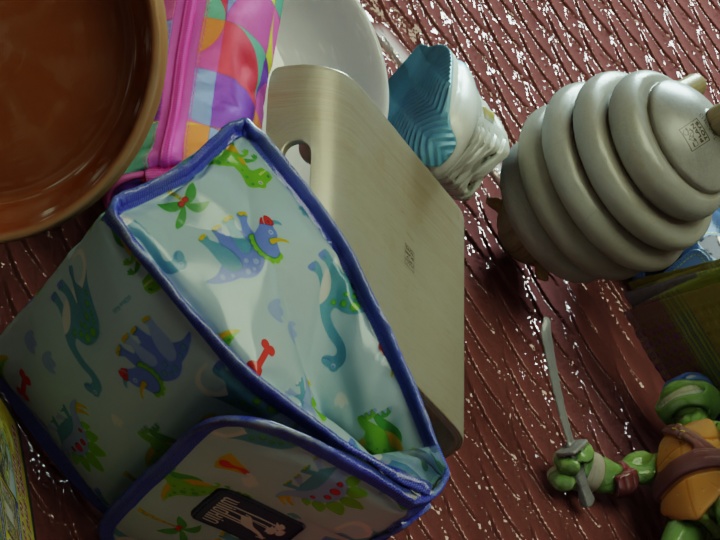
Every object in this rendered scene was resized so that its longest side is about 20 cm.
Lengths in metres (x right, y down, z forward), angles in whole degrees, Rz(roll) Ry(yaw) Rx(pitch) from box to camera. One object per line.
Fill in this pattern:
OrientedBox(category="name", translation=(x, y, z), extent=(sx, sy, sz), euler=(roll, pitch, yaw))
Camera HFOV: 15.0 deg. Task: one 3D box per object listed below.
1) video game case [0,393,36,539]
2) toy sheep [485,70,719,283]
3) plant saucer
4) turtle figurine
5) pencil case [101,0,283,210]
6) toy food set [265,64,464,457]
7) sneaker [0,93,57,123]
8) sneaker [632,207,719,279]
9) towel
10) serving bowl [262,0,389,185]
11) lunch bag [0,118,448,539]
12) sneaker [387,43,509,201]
OrientedBox(category="video game case", translation=(-0.176, 0.104, 1.207), extent=(0.181, 0.025, 0.201), euler=(71, 5, -53))
OrientedBox(category="toy sheep", translation=(0.160, -0.061, 1.653), extent=(0.138, 0.200, 0.138), euler=(30, 41, -31))
OrientedBox(category="plant saucer", translation=(-0.190, -0.113, 1.367), extent=(0.200, 0.200, 0.032), euler=(49, 12, 6))
OrientedBox(category="turtle figurine", translation=(0.181, 0.119, 1.552), extent=(0.143, 0.200, 0.195), euler=(-4, 55, -5))
OrientedBox(category="pencil case", translation=(-0.087, -0.109, 1.457), extent=(0.088, 0.088, 0.201), euler=(23, 53, -28))
OrientedBox(category="toy food set", translation=(0.000, 0.000, 1.485), extent=(0.200, 0.060, 0.144), euler=(47, 38, -50))
OrientedBox(category="sneaker", translation=(-0.221, -0.105, 1.442), extent=(0.199, 0.082, 0.070), euler=(32, 56, 15))
OrientedBox(category="sneaker", translation=(0.225, 0.021, 1.749), extent=(0.200, 0.074, 0.082), euler=(41, 38, -4))
OrientedBox(category="towel", translation=(0.249, 0.077, 1.629), extent=(0.023, 0.143, 0.200), euler=(-39, 100, -35))
OrientedBox(category="serving bowl", translation=(-0.084, -0.111, 1.557), extent=(0.199, 0.066, 0.201), euler=(15, 57, -24))
OrientedBox(category="lunch bag", translation=(-0.064, 0.062, 1.318), extent=(0.200, 0.170, 0.127), euler=(50, 51, 3))
OrientedBox(category="sneaker", translation=(0.052, -0.083, 1.623), extent=(0.081, 0.077, 0.200), euler=(42, 8, -8))
